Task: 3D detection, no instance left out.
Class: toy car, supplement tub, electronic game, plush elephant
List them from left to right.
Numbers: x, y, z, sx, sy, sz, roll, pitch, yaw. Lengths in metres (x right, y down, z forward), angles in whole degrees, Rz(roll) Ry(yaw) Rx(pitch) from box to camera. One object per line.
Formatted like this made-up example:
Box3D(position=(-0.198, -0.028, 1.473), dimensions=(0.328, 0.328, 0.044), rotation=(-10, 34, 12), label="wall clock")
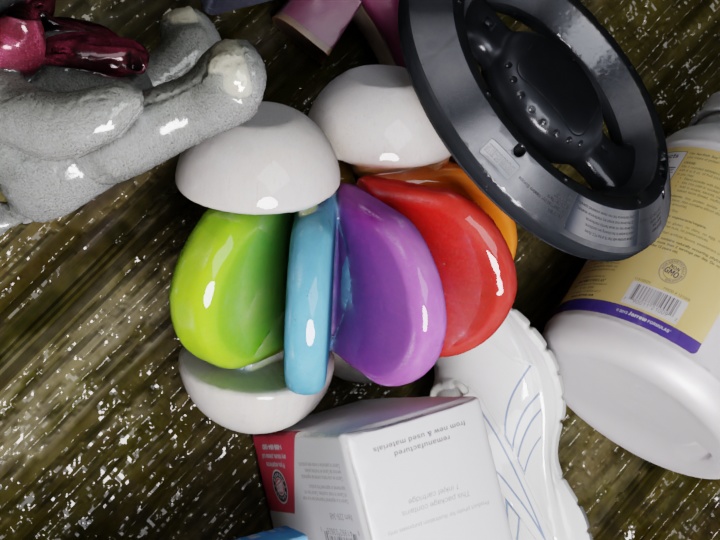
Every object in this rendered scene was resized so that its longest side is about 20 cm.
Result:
Box3D(position=(-0.169, -0.112, 0.895), dimensions=(0.200, 0.165, 0.155), rotation=(-31, 110, 2), label="plush elephant")
Box3D(position=(0.000, 0.000, 0.944), dimensions=(0.200, 0.150, 0.176), rotation=(-21, 125, -40), label="toy car")
Box3D(position=(0.098, -0.094, 0.996), dimensions=(0.200, 0.042, 0.201), rotation=(29, 42, -29), label="electronic game")
Box3D(position=(0.211, 0.006, 1.078), dimensions=(0.145, 0.145, 0.200), rotation=(40, 70, -16), label="supplement tub")

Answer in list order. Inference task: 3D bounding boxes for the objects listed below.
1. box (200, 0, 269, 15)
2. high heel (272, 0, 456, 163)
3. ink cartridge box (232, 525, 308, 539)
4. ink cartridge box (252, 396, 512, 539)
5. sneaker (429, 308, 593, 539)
Box3D(position=(-0.018, -0.268, 0.990), dimensions=(0.199, 0.117, 0.197), rotation=(-17, 75, -25), label="box")
Box3D(position=(0.052, -0.125, 1.057), dimensions=(0.200, 0.067, 0.096), rotation=(38, 81, -13), label="high heel")
Box3D(position=(-0.114, 0.214, 0.935), dimensions=(0.199, 0.068, 0.117), rotation=(-13, 90, -12), label="ink cartridge box")
Box3D(position=(0.022, 0.172, 0.972), dimensions=(0.085, 0.147, 0.201), rotation=(-16, 92, -23), label="ink cartridge box")
Box3D(position=(0.072, 0.104, 1.037), dimensions=(0.087, 0.074, 0.201), rotation=(-16, 90, -34), label="sneaker")
